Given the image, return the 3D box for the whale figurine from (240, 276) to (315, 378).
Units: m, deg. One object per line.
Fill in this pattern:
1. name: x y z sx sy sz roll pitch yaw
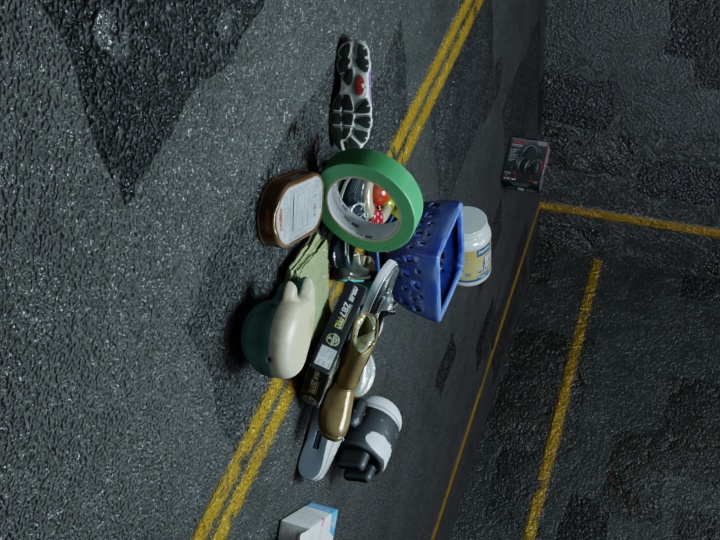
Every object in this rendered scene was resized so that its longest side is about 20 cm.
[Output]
1. whale figurine: -0.131 0.087 1.391 0.201 0.102 0.161 -67 159 -56

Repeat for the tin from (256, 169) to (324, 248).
1. tin: -0.113 -0.106 1.427 0.200 0.041 0.114 -37 130 -62

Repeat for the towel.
1. towel: -0.097 0.046 1.549 0.149 0.036 0.203 -54 148 -53

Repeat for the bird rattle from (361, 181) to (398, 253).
1. bird rattle: 0.030 -0.142 1.778 0.200 0.111 0.165 -44 130 -39

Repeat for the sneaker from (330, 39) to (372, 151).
1. sneaker: -0.004 -0.319 1.566 0.083 0.079 0.204 -22 120 -74

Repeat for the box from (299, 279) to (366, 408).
1. box: -0.054 0.142 1.632 0.162 0.048 0.202 112 1 -56

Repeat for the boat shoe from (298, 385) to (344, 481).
1. boat shoe: -0.062 0.334 1.740 0.086 0.073 0.205 50 55 -65

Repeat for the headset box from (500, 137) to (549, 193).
1. headset box: 0.620 -0.402 3.174 0.077 0.146 0.203 53 52 -65

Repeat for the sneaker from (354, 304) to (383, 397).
1. sneaker: -0.009 0.168 1.828 0.092 0.074 0.203 46 49 -58

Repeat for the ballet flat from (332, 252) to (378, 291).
1. ballet flat: 0.000 0.000 1.759 0.200 0.067 0.070 25 68 -71

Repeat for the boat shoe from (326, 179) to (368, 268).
1. boat shoe: -0.018 -0.100 1.657 0.075 0.061 0.203 58 45 -60

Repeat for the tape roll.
1. tape roll: 0.013 -0.124 1.524 0.202 0.197 0.048 82 29 -43

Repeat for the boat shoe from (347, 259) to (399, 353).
1. boat shoe: 0.042 0.078 1.744 0.202 0.065 0.070 -63 164 -13

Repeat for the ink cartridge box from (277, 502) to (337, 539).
1. ink cartridge box: -0.118 0.550 1.703 0.200 0.067 0.117 7 93 -71

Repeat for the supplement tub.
1. supplement tub: 0.310 -0.070 2.474 0.202 0.142 0.146 81 27 -44

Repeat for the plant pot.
1. plant pot: 0.125 -0.033 1.920 0.201 0.177 0.202 -61 153 -42

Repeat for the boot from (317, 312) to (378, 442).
1. boot: -0.024 0.204 1.618 0.201 0.065 0.177 112 -10 -49

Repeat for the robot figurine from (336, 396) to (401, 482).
1. robot figurine: 0.017 0.379 1.920 0.201 0.123 0.151 -61 177 -41
